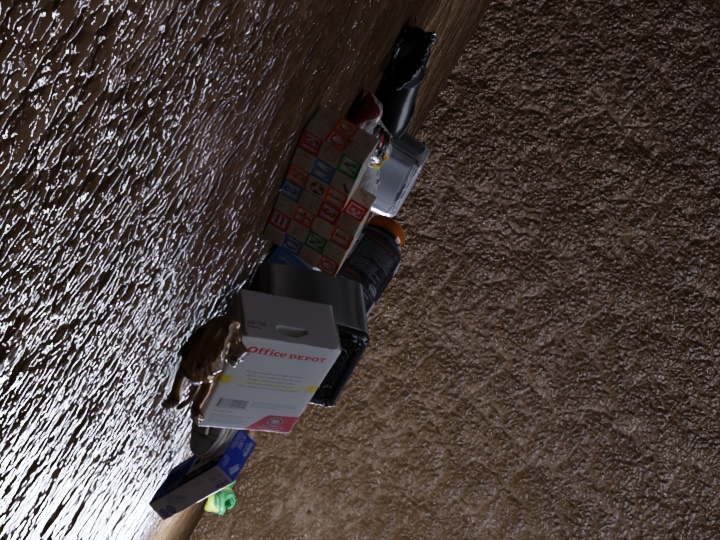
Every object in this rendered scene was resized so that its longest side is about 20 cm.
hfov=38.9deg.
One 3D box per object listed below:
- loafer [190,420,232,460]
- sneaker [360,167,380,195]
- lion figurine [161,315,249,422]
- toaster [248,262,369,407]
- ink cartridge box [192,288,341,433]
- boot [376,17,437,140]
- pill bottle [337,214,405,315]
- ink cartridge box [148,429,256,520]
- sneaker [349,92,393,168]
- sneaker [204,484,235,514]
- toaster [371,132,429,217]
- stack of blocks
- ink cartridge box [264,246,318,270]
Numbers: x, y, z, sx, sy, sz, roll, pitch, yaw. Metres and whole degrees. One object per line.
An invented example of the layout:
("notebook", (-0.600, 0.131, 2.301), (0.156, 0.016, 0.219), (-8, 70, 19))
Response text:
("loafer", (-0.230, 0.208, 1.660), (0.202, 0.071, 0.063), (-65, 163, -12))
("sneaker", (0.004, -0.174, 1.840), (0.202, 0.086, 0.075), (-62, 176, -7))
("lion figurine", (-0.199, 0.122, 1.275), (0.124, 0.072, 0.200), (-70, -166, -14))
("toaster", (-0.092, 0.094, 1.507), (0.120, 0.178, 0.201), (-95, -157, -43))
("ink cartridge box", (-0.130, 0.127, 1.383), (0.201, 0.143, 0.084), (-57, -147, 40))
("boot", (0.072, -0.320, 1.729), (0.162, 0.072, 0.201), (-64, 175, -83))
("pill bottle", (0.000, 0.000, 1.699), (0.201, 0.105, 0.107), (-55, 176, -30))
("ink cartridge box", (-0.267, 0.344, 1.717), (0.199, 0.044, 0.094), (-34, -165, 36))
("sneaker", (0.021, -0.222, 1.643), (0.079, 0.081, 0.200), (-60, 177, -10))
("sneaker", (-0.432, 0.716, 3.221), (0.075, 0.083, 0.200), (-61, 179, 20))
("toaster", (0.049, -0.202, 1.971), (0.202, 0.128, 0.114), (-62, 178, 30))
("stack of blocks", (-0.042, -0.098, 1.322), (0.059, 0.114, 0.201), (-58, 176, -45))
("ink cartridge box", (-0.069, -0.047, 1.612), (0.201, 0.068, 0.115), (-51, 176, -19))
